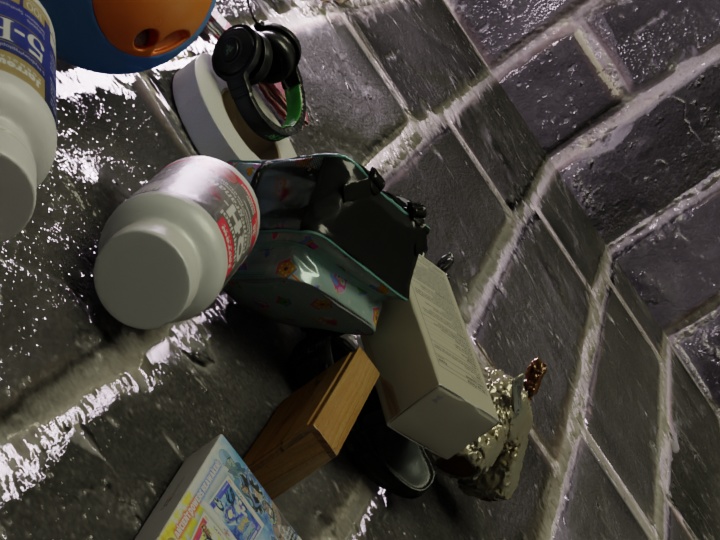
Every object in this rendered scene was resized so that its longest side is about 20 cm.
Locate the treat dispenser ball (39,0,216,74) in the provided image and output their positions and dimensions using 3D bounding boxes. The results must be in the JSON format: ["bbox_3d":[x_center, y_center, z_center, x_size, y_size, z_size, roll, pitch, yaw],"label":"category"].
[{"bbox_3d":[-0.227,-0.283,1.363,0.201,0.200,0.202,49,19,-23],"label":"treat dispenser ball"}]

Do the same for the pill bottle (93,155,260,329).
[{"bbox_3d":[-0.157,-0.022,1.247,0.111,0.110,0.200,53,18,-9],"label":"pill bottle"}]

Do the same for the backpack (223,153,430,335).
[{"bbox_3d":[-0.057,-0.028,1.417,0.198,0.155,0.175,14,-12,44],"label":"backpack"}]

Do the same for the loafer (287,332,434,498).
[{"bbox_3d":[0.009,0.144,1.451,0.201,0.070,0.068,51,49,-13],"label":"loafer"}]

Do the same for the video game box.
[{"bbox_3d":[-0.087,0.239,1.087,0.183,0.046,0.200,56,17,-9],"label":"video game box"}]

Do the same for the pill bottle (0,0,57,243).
[{"bbox_3d":[-0.278,-0.114,1.065,0.120,0.119,0.201,42,22,-38],"label":"pill bottle"}]

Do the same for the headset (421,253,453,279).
[{"bbox_3d":[0.044,-0.040,1.828,0.123,0.094,0.201,39,14,-42],"label":"headset"}]

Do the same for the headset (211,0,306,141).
[{"bbox_3d":[-0.129,-0.242,1.677,0.123,0.093,0.203,-21,94,-61],"label":"headset"}]

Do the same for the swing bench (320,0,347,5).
[{"bbox_3d":[-0.053,-0.559,2.455,0.200,0.129,0.200,56,12,-1],"label":"swing bench"}]

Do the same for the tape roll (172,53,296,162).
[{"bbox_3d":[-0.134,-0.150,1.657,0.203,0.037,0.204,50,18,-23],"label":"tape roll"}]

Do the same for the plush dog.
[{"bbox_3d":[0.097,0.142,1.594,0.170,0.162,0.200,21,-10,26],"label":"plush dog"}]

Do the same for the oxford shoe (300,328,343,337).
[{"bbox_3d":[-0.049,-0.029,1.555,0.202,0.084,0.073,64,25,1],"label":"oxford shoe"}]

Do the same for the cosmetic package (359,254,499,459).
[{"bbox_3d":[0.057,0.074,1.455,0.105,0.071,0.201,34,28,-40],"label":"cosmetic package"}]

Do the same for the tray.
[{"bbox_3d":[-0.047,0.135,1.285,0.037,0.098,0.200,53,18,-5],"label":"tray"}]

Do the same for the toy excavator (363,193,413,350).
[{"bbox_3d":[0.000,0.000,1.640,0.193,0.101,0.200,32,39,10],"label":"toy excavator"}]

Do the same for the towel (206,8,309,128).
[{"bbox_3d":[-0.137,-0.254,1.793,0.200,0.023,0.144,48,7,-12],"label":"towel"}]
